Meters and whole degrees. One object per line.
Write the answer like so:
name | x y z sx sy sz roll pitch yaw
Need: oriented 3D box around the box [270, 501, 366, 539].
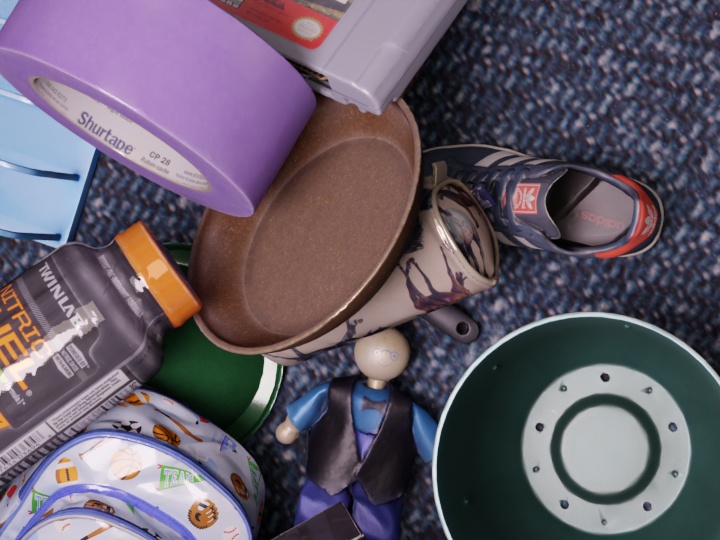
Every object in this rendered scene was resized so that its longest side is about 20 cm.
box | -0.047 0.243 1.293 0.143 0.200 0.036 -28 53 -7

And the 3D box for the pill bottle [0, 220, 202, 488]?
pill bottle | -0.201 0.053 1.263 0.200 0.106 0.106 -36 84 -2

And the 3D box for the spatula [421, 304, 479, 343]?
spatula | 0.001 -0.008 1.393 0.200 0.021 0.057 35 92 9

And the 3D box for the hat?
hat | -0.167 0.066 1.345 0.199 0.176 0.166 -22 84 10

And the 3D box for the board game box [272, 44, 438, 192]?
board game box | -0.028 -0.155 1.380 0.135 0.034 0.201 33 89 9

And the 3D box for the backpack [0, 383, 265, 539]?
backpack | -0.161 0.182 1.322 0.199 0.154 0.191 28 107 -13

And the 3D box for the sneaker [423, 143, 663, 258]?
sneaker | 0.108 -0.049 1.341 0.199 0.084 0.075 4 91 11

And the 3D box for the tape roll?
tape roll | -0.134 -0.122 1.260 0.199 0.200 0.085 28 80 9

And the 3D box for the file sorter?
file sorter | -0.260 -0.131 1.392 0.138 0.123 0.201 19 94 11

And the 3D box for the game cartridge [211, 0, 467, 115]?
game cartridge | -0.034 -0.193 1.292 0.199 0.041 0.133 26 66 24

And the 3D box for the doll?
doll | 0.005 0.138 1.379 0.136 0.048 0.201 9 94 1

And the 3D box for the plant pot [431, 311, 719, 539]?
plant pot | 0.157 0.125 1.293 0.199 0.161 0.202 0 91 10

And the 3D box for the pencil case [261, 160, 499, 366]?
pencil case | 0.000 0.000 1.334 0.199 0.078 0.090 -23 80 32

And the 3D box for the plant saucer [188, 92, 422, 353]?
plant saucer | -0.029 -0.029 1.279 0.200 0.037 0.201 -27 45 30
